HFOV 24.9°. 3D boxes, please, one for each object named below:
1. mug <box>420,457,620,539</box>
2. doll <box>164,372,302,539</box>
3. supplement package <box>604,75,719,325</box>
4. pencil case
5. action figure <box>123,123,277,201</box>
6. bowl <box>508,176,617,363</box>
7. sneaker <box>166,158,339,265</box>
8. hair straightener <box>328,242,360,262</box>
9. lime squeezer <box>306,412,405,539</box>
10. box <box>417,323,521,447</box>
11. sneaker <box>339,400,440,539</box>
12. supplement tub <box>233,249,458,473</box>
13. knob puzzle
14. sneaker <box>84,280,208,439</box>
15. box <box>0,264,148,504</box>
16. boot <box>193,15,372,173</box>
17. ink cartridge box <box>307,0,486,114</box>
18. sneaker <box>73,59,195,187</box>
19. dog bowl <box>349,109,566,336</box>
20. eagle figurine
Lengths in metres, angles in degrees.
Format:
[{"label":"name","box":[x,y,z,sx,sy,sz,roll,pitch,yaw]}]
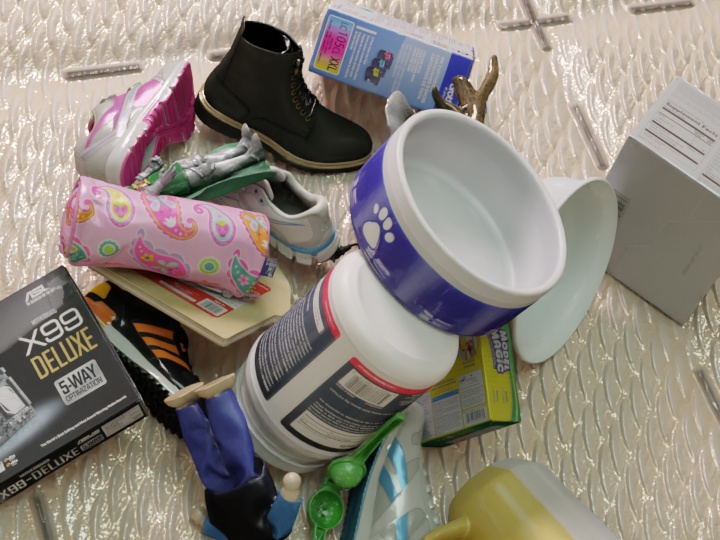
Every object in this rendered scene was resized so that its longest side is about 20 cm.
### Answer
[{"label":"mug","box":[0.149,0.250,1.482,0.149,0.186,0.154,-41,60,7]},{"label":"doll","box":[-0.105,0.196,1.471,0.048,0.136,0.202,-30,100,-54]},{"label":"supplement package","box":[0.335,-0.071,1.714,0.155,0.201,0.111,36,56,11]},{"label":"pencil case","box":[-0.181,-0.030,1.527,0.198,0.088,0.088,12,55,-19]},{"label":"action figure","box":[-0.189,-0.082,1.598,0.199,0.055,0.118,-26,22,-11]},{"label":"bowl","box":[0.174,-0.014,1.659,0.090,0.202,0.201,24,52,28]},{"label":"sneaker","box":[-0.111,-0.083,1.663,0.198,0.087,0.075,20,56,16]},{"label":"hair straightener","box":[0.000,0.000,1.686,0.076,0.041,0.202,5,61,-11]},{"label":"lime squeezer","box":[-0.020,0.205,1.498,0.037,0.071,0.201,27,99,-6]},{"label":"box","box":[0.090,0.062,1.587,0.048,0.117,0.202,6,70,-40]},{"label":"sneaker","box":[0.034,0.217,1.532,0.080,0.077,0.202,20,62,-9]},{"label":"supplement tub","box":[-0.018,0.085,1.501,0.140,0.200,0.141,26,43,-27]},{"label":"knob puzzle","box":[-0.155,0.010,1.601,0.217,0.031,0.220,17,24,-8]},{"label":"sneaker","box":[-0.187,0.078,1.561,0.200,0.070,0.090,40,60,15]},{"label":"box","box":[-0.315,0.112,1.484,0.199,0.050,0.158,-30,68,-9]},{"label":"boot","box":[-0.061,-0.182,1.712,0.198,0.139,0.078,14,51,-18]},{"label":"ink cartridge box","box":[0.051,-0.226,1.780,0.198,0.077,0.137,18,14,-1]},{"label":"sneaker","box":[-0.234,-0.158,1.696,0.087,0.082,0.201,11,39,17]},{"label":"dog bowl","box":[0.089,-0.044,1.487,0.199,0.079,0.202,25,44,-27]},{"label":"eagle figurine","box":[0.077,-0.101,1.661,0.151,0.200,0.151,-31,80,-36]}]
